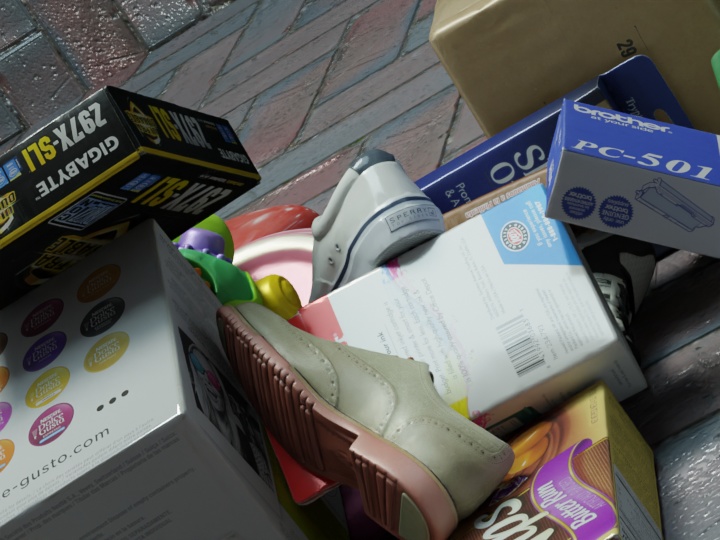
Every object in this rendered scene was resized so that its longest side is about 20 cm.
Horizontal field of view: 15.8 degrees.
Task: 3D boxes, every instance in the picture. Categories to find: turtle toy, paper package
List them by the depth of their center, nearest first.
[{"bbox_3d":[-0.120,0.026,1.635,0.146,0.101,0.200,-29,12,19],"label":"turtle toy"},{"bbox_3d":[0.170,-0.133,1.727,0.190,0.200,0.104,-28,17,21],"label":"paper package"}]

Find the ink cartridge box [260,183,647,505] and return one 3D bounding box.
[{"bbox_3d":[0.044,0.053,1.452,0.200,0.067,0.116,-27,58,7],"label":"ink cartridge box"}]

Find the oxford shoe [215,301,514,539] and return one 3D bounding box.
[{"bbox_3d":[-0.001,0.072,1.393,0.074,0.071,0.200,-35,54,-23],"label":"oxford shoe"}]

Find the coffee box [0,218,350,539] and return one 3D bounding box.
[{"bbox_3d":[-0.137,0.135,1.469,0.199,0.200,0.198,-31,33,11],"label":"coffee box"}]

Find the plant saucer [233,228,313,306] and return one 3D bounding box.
[{"bbox_3d":[-0.049,0.052,1.706,0.200,0.051,0.201,-10,56,15],"label":"plant saucer"}]

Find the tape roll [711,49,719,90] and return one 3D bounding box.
[{"bbox_3d":[0.314,-0.137,1.567,0.200,0.048,0.200,-17,-6,-2],"label":"tape roll"}]

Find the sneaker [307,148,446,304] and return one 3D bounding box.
[{"bbox_3d":[0.000,0.000,1.540,0.073,0.071,0.200,-10,-28,-27],"label":"sneaker"}]

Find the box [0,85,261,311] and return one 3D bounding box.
[{"bbox_3d":[-0.161,-0.035,1.481,0.160,0.049,0.200,-34,-11,12],"label":"box"}]

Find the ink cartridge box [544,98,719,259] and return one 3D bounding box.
[{"bbox_3d":[0.203,-0.040,1.430,0.094,0.199,0.044,-76,-1,-69],"label":"ink cartridge box"}]

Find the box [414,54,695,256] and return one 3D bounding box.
[{"bbox_3d":[0.130,-0.043,1.689,0.200,0.121,0.032,-30,15,16],"label":"box"}]

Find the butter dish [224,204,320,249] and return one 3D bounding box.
[{"bbox_3d":[-0.099,0.016,1.947,0.199,0.148,0.200,-18,22,46],"label":"butter dish"}]

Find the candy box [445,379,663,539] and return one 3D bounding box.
[{"bbox_3d":[0.093,0.141,1.330,0.117,0.057,0.200,-32,14,14],"label":"candy box"}]

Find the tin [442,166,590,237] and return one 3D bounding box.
[{"bbox_3d":[0.118,-0.037,1.593,0.200,0.042,0.112,-24,-6,34],"label":"tin"}]

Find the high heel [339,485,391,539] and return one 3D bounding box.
[{"bbox_3d":[0.020,0.090,1.563,0.200,0.096,0.067,-41,17,-21],"label":"high heel"}]

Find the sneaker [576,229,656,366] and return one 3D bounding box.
[{"bbox_3d":[0.138,0.044,1.541,0.088,0.076,0.200,8,37,35],"label":"sneaker"}]
